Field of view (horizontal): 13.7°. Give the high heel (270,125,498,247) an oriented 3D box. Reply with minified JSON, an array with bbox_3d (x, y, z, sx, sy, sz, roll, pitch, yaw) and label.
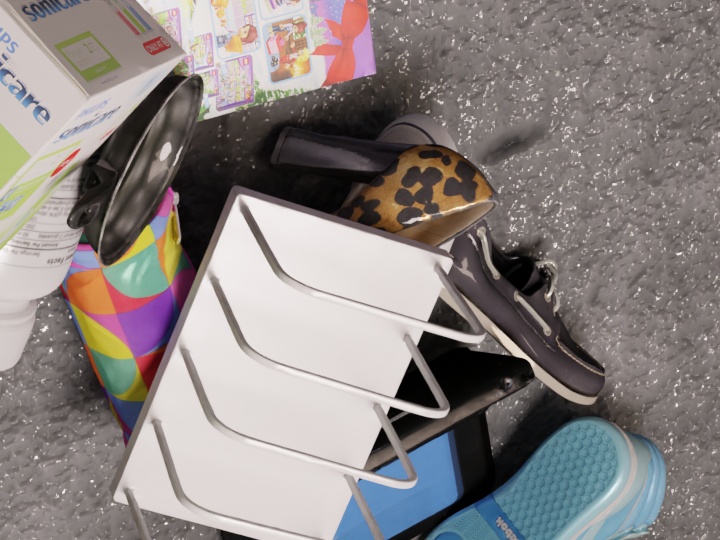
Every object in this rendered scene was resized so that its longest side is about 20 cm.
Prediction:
[{"bbox_3d":[-0.003,0.018,1.744,0.071,0.142,0.201,28,74,-65],"label":"high heel"}]

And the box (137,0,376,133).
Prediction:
[{"bbox_3d":[-0.071,-0.188,1.652,0.136,0.039,0.201,-16,116,-17],"label":"box"}]

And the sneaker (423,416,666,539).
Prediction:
[{"bbox_3d":[0.128,0.179,2.021,0.200,0.080,0.130,-40,157,20],"label":"sneaker"}]

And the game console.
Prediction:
[{"bbox_3d":[0.016,0.143,1.898,0.199,0.176,0.117,-28,101,-18],"label":"game console"}]

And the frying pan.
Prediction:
[{"bbox_3d":[-0.132,-0.038,1.581,0.190,0.031,0.115,-52,166,-51],"label":"frying pan"}]

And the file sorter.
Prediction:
[{"bbox_3d":[-0.034,0.082,1.678,0.138,0.125,0.201,17,108,-21],"label":"file sorter"}]

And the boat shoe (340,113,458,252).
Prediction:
[{"bbox_3d":[0.000,0.000,1.818,0.066,0.072,0.201,-22,142,-58],"label":"boat shoe"}]

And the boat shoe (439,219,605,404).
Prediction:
[{"bbox_3d":[0.104,0.019,1.907,0.063,0.073,0.200,-48,128,5],"label":"boat shoe"}]

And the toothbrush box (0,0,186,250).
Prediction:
[{"bbox_3d":[-0.200,-0.059,1.488,0.200,0.086,0.146,-45,178,19],"label":"toothbrush box"}]

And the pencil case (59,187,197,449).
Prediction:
[{"bbox_3d":[-0.124,0.027,1.749,0.088,0.088,0.201,-30,132,-16],"label":"pencil case"}]

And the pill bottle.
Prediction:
[{"bbox_3d":[-0.199,-0.054,1.626,0.113,0.113,0.201,8,112,-37],"label":"pill bottle"}]
